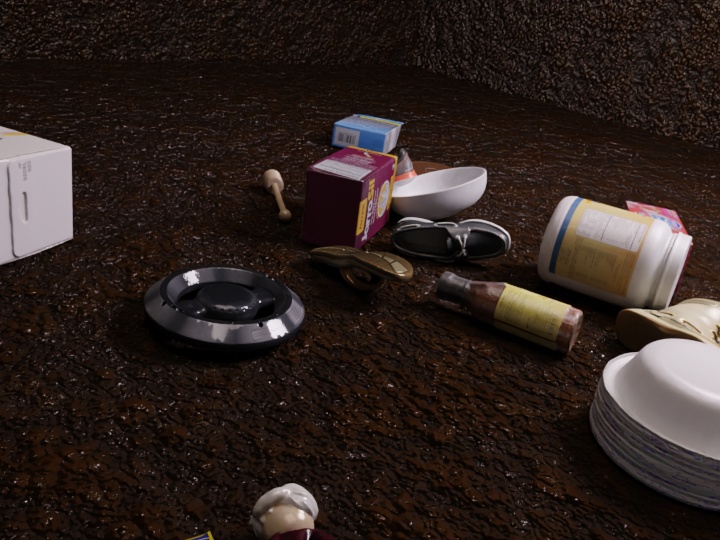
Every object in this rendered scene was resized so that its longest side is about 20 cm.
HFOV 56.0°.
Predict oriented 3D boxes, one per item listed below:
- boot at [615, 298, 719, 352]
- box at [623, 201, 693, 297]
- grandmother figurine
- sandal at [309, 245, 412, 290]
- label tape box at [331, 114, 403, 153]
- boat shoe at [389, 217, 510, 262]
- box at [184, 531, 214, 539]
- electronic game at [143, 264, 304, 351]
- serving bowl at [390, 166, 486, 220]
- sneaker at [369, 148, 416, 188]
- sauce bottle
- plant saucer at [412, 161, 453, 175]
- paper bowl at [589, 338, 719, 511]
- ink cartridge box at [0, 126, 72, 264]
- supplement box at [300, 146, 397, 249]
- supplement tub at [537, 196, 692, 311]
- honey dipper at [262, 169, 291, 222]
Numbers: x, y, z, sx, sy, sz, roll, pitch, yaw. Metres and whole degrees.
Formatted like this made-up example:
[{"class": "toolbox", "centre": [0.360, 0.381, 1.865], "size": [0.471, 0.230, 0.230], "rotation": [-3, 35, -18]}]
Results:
[{"class": "boot", "centre": [0.466, 0.099, 0.902], "size": [0.154, 0.073, 0.200], "rotation": [-7, 23, -26]}, {"class": "box", "centre": [0.512, -0.043, 1.200], "size": [0.095, 0.101, 0.200], "rotation": [13, 24, 11]}, {"class": "grandmother figurine", "centre": [-0.054, 0.223, 0.467], "size": [0.120, 0.061, 0.200], "rotation": [-12, 20, 1]}, {"class": "sandal", "centre": [0.000, 0.000, 1.003], "size": [0.080, 0.055, 0.199], "rotation": [-8, 13, -44]}, {"class": "label tape box", "centre": [0.023, -0.364, 1.799], "size": [0.142, 0.067, 0.200], "rotation": [14, 22, 12]}, {"class": "boat shoe", "centre": [0.147, -0.046, 1.127], "size": [0.198, 0.076, 0.060], "rotation": [2, 21, 16]}, {"class": "box", "centre": [-0.086, 0.218, 0.292], "size": [0.064, 0.202, 0.070], "rotation": [-7, 28, -31]}, {"class": "electronic game", "centre": [-0.169, 0.044, 0.848], "size": [0.198, 0.042, 0.200], "rotation": [9, 23, -4]}, {"class": "serving bowl", "centre": [0.150, -0.142, 1.309], "size": [0.198, 0.066, 0.200], "rotation": [-14, 17, 4]}, {"class": "sneaker", "centre": [0.008, -0.196, 1.344], "size": [0.198, 0.083, 0.077], "rotation": [-13, 18, 8]}, {"class": "sauce bottle", "centre": [0.201, 0.050, 0.931], "size": [0.199, 0.067, 0.066], "rotation": [23, 27, 25]}, {"class": "plant saucer", "centre": [0.162, -0.212, 1.541], "size": [0.198, 0.037, 0.201], "rotation": [8, 24, -4]}, {"class": "paper bowl", "centre": [0.355, 0.148, 0.719], "size": [0.199, 0.105, 0.201], "rotation": [7, 25, -3]}, {"class": "ink cartridge box", "centre": [-0.533, -0.116, 0.955], "size": [0.198, 0.149, 0.145], "rotation": [17, 25, 18]}, {"class": "supplement box", "centre": [-0.016, -0.129, 1.178], "size": [0.102, 0.132, 0.200], "rotation": [15, 25, 15]}, {"class": "supplement tub", "centre": [0.395, -0.024, 1.062], "size": [0.199, 0.146, 0.144], "rotation": [21, 27, 25]}, {"class": "honey dipper", "centre": [-0.154, -0.141, 1.275], "size": [0.038, 0.038, 0.200], "rotation": [1, 26, -17]}]
